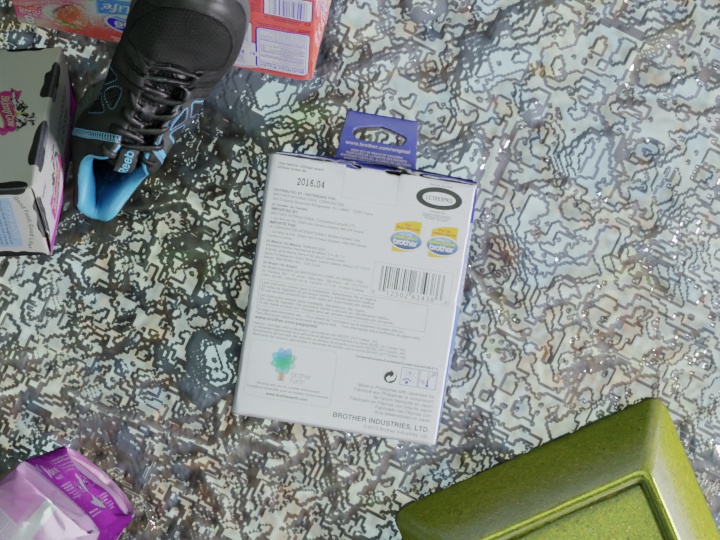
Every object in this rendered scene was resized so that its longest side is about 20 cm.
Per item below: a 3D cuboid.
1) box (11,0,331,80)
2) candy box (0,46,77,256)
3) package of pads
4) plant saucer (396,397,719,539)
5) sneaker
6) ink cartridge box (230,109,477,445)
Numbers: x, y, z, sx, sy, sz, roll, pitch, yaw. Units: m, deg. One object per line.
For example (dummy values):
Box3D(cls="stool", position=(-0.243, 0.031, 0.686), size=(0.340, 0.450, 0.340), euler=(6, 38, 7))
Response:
Box3D(cls="box", position=(-0.114, -0.199, 0.918), size=(0.198, 0.103, 0.096), euler=(11, 67, 2))
Box3D(cls="candy box", position=(-0.286, -0.072, 0.924), size=(0.198, 0.137, 0.061), euler=(-3, 136, 3))
Box3D(cls="package of pads", position=(-0.237, 0.213, 0.945), size=(0.075, 0.120, 0.201), euler=(38, 94, 5))
Box3D(cls="plant saucer", position=(0.149, 0.216, 0.971), size=(0.198, 0.048, 0.201), euler=(-24, 92, 3))
Box3D(cls="sneaker", position=(-0.123, -0.103, 0.894), size=(0.073, 0.200, 0.083), euler=(18, 54, -19))
Box3D(cls="ink cartridge box", position=(0.000, 0.000, 0.949), size=(0.135, 0.076, 0.202), euler=(9, 95, 0))
